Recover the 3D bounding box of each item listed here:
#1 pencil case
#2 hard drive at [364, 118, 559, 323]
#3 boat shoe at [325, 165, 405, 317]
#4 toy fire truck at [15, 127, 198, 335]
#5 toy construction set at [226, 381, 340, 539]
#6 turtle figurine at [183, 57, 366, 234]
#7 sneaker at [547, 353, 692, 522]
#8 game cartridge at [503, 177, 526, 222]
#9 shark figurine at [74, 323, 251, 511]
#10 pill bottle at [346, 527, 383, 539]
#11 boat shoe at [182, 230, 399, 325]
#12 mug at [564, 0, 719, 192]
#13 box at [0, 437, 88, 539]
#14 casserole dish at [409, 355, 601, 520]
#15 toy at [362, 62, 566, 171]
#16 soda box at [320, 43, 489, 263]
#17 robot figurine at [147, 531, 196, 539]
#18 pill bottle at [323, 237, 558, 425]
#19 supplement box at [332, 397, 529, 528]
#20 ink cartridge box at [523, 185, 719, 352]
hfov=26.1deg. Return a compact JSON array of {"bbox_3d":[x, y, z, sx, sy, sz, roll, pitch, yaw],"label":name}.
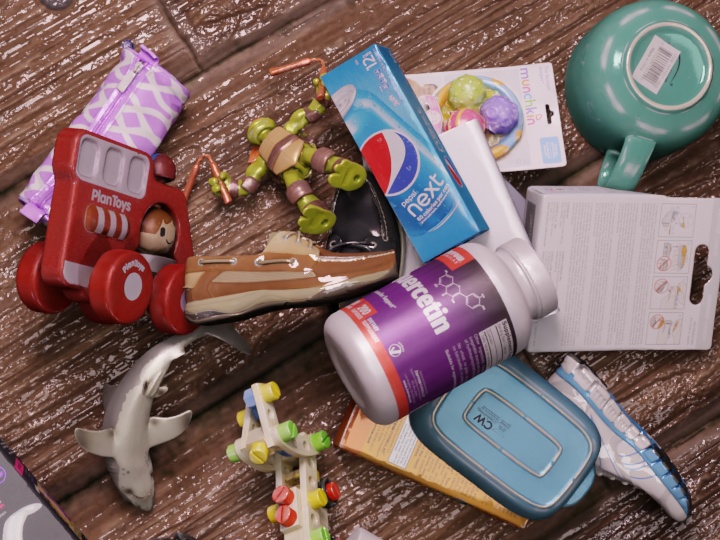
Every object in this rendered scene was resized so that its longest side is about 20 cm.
[{"bbox_3d":[-0.244,-0.120,1.484,0.084,0.086,0.200,32,83,6],"label":"pencil case"},{"bbox_3d":[0.092,-0.028,1.496,0.132,0.025,0.200,-23,88,12],"label":"hard drive"},{"bbox_3d":[-0.002,0.000,1.472,0.074,0.066,0.200,2,93,20],"label":"boat shoe"},{"bbox_3d":[-0.217,-0.033,1.434,0.112,0.200,0.168,7,85,31],"label":"toy fire truck"},{"bbox_3d":[-0.077,0.216,1.445,0.092,0.131,0.200,-10,54,30],"label":"toy construction set"},{"bbox_3d":[-0.073,-0.100,1.494,0.200,0.064,0.161,-44,50,0],"label":"turtle figurine"},{"bbox_3d":[0.245,0.180,1.539,0.087,0.075,0.200,-42,90,8],"label":"sneaker"},{"bbox_3d":[0.080,-0.015,1.543,0.200,0.041,0.133,-44,95,-9],"label":"game cartridge"},{"bbox_3d":[-0.208,0.110,1.477,0.128,0.089,0.215,29,90,-38],"label":"shark figurine"},{"bbox_3d":[0.060,0.335,1.471,0.200,0.113,0.113,32,82,-3],"label":"pill bottle"},{"bbox_3d":[-0.067,-0.001,1.409,0.200,0.076,0.074,-10,83,1],"label":"boat shoe"},{"bbox_3d":[0.293,-0.176,1.545,0.152,0.114,0.185,-16,87,-9],"label":"mug"},{"bbox_3d":[-0.337,0.244,1.429,0.122,0.106,0.200,-39,91,-10],"label":"box"},{"bbox_3d":[0.140,0.151,1.466,0.200,0.039,0.121,38,86,-4],"label":"casserole dish"},{"bbox_3d":[0.098,-0.153,1.531,0.200,0.047,0.115,-6,71,2],"label":"toy"},{"bbox_3d":[0.042,-0.109,1.453,0.064,0.068,0.200,-30,87,13],"label":"soda box"},{"bbox_3d":[-0.145,0.328,1.443,0.200,0.058,0.145,24,82,-30],"label":"robot figurine"},{"bbox_3d":[0.074,0.049,1.405,0.200,0.112,0.113,-29,89,-12],"label":"pill bottle"},{"bbox_3d":[0.077,0.182,1.510,0.200,0.067,0.069,23,83,-4],"label":"supplement box"},{"bbox_3d":[0.255,0.000,1.539,0.200,0.057,0.163,-1,106,-19],"label":"ink cartridge box"}]
